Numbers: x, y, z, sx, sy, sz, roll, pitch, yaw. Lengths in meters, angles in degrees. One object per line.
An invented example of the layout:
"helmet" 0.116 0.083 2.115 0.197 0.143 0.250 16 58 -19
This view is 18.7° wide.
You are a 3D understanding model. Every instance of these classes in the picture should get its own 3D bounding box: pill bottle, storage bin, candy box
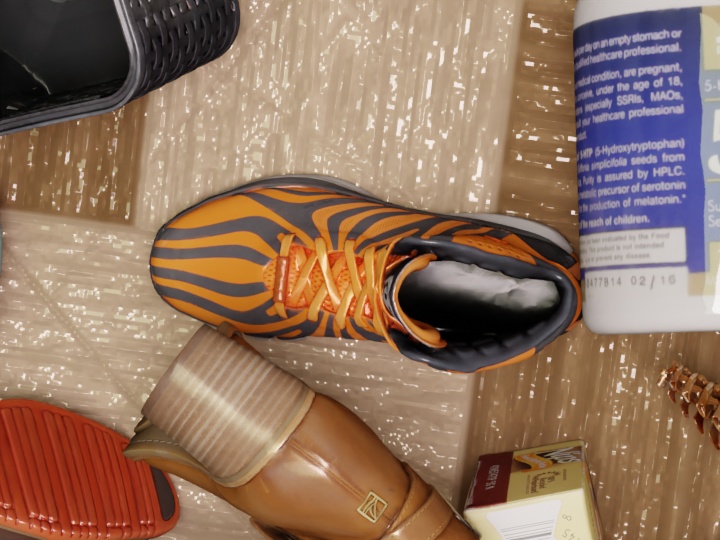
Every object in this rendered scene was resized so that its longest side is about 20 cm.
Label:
"pill bottle" 0.150 -0.074 0.921 0.120 0.120 0.200 -2 88 6
"storage bin" -0.150 -0.165 0.931 0.135 0.094 0.200 -10 103 28
"candy box" 0.092 0.184 0.959 0.055 0.115 0.200 -10 95 8

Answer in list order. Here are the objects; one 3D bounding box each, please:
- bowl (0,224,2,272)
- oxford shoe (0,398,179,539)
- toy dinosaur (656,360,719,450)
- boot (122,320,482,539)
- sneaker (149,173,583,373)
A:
"bowl" -0.267 -0.016 0.954 0.201 0.105 0.201 -1 76 5
"oxford shoe" -0.178 0.104 0.980 0.200 0.071 0.073 9 137 -31
"toy dinosaur" 0.190 0.133 0.966 0.136 0.102 0.200 -37 76 -21
"boot" -0.020 0.094 0.922 0.155 0.200 0.074 38 86 0
"sneaker" 0.000 0.000 0.952 0.200 0.112 0.078 1 96 6
